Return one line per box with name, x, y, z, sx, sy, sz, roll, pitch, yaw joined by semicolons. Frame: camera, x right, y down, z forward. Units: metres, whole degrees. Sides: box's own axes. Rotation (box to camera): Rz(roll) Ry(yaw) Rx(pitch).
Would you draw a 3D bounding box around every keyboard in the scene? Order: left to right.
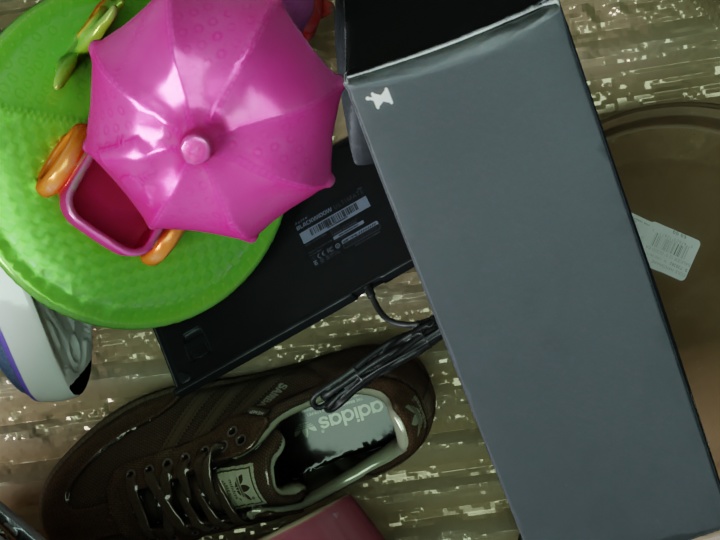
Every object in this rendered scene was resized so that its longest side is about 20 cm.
keyboard;0.000;0.000;0.739;0.199;0.021;0.128;-30;58;6

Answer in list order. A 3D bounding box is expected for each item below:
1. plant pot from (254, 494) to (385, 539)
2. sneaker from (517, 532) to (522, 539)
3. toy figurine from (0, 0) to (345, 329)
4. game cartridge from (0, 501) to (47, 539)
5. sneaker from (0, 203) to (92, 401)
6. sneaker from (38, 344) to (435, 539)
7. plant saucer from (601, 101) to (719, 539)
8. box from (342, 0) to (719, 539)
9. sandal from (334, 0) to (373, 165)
plant pot;-0.021;0.208;0.730;0.198;0.200;0.181;-26;83;5
sneaker;0.142;0.058;0.760;0.199;0.067;0.090;-34;88;7
toy figurine;-0.055;-0.076;0.644;0.149;0.184;0.201;34;75;-17
game cartridge;-0.148;0.170;0.638;0.199;0.042;0.134;39;93;0
sneaker;-0.219;-0.018;0.745;0.145;0.081;0.202;-19;103;12
sneaker;-0.061;0.085;0.756;0.198;0.076;0.071;-23;99;4
plant saucer;0.131;0.023;0.716;0.198;0.029;0.203;-5;79;28
box;0.061;-0.011;0.606;0.078;0.141;0.202;-19;112;9
sandal;0.015;-0.122;0.676;0.042;0.077;0.202;-1;136;-6
